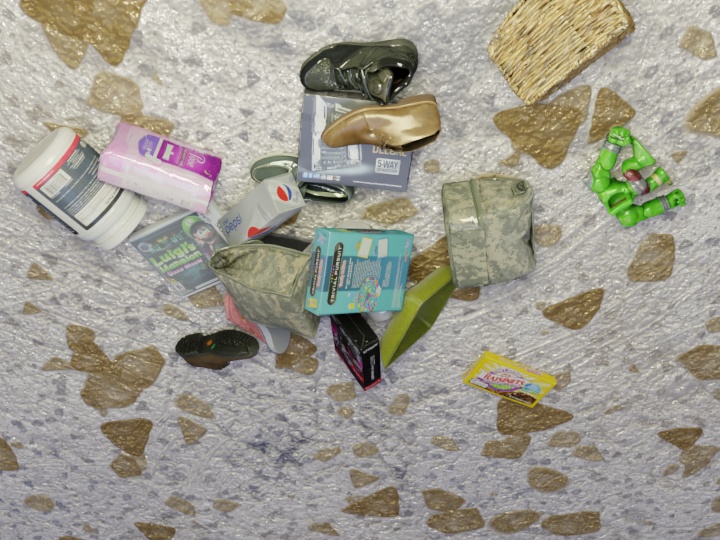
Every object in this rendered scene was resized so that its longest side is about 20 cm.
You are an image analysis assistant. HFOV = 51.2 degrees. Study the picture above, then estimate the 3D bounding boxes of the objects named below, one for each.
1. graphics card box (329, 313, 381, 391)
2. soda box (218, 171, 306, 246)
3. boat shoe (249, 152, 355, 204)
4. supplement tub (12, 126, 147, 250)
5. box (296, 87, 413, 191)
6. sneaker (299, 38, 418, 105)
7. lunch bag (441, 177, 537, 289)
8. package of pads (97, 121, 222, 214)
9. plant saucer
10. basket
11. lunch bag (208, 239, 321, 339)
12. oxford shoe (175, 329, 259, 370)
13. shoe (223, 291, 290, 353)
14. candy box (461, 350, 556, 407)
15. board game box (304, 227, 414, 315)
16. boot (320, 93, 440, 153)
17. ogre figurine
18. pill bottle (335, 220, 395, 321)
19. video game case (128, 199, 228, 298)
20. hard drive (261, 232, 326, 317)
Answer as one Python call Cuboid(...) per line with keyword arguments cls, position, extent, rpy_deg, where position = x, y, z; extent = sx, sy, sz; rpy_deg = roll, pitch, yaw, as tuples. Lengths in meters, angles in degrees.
Cuboid(cls="graphics card box", position=(-0.009, 0.158, 1.585), extent=(0.051, 0.126, 0.200), rpy_deg=(-29, 151, -17))
Cuboid(cls="soda box", position=(-0.183, -0.104, 1.371), extent=(0.200, 0.063, 0.068), rpy_deg=(-28, 85, 51))
Cuboid(cls="boat shoe", position=(-0.107, -0.164, 1.381), extent=(0.200, 0.062, 0.073), rpy_deg=(10, 131, -8))
Cuboid(cls="supplement tub", position=(-0.500, -0.144, 1.350), extent=(0.140, 0.140, 0.200), rpy_deg=(-29, 125, 23))
Cuboid(cls="box", position=(-0.007, -0.228, 1.312), extent=(0.200, 0.050, 0.158), rpy_deg=(6, 118, -4))
Cuboid(cls="sneaker", position=(-0.006, -0.317, 1.215), extent=(0.199, 0.114, 0.076), rpy_deg=(-4, 129, 7))
Cuboid(cls="lunch bag", position=(0.244, -0.072, 1.406), extent=(0.167, 0.139, 0.200), rpy_deg=(-7, 131, 7))
Cuboid(cls="package of pads", position=(-0.352, -0.182, 1.329), extent=(0.200, 0.121, 0.076), rpy_deg=(18, 129, -14))
Cuboid(cls="plant saucer", position=(0.118, 0.081, 1.537), extent=(0.048, 0.200, 0.200), rpy_deg=(38, 130, 15))
Cuboid(cls="basket", position=(0.312, -0.377, 1.193), extent=(0.200, 0.149, 0.143), rpy_deg=(-38, 88, 28))
Cuboid(cls="lunch bag", position=(-0.174, 0.029, 1.414), extent=(0.200, 0.118, 0.164), rpy_deg=(12, 150, 22))
Cuboid(cls="oxford shoe", position=(-0.307, 0.181, 1.676), extent=(0.200, 0.073, 0.084), rpy_deg=(-3, 136, 24))
Cuboid(cls="shoe", position=(-0.222, 0.108, 1.620), extent=(0.091, 0.072, 0.200), rpy_deg=(13, 151, 24))
Cuboid(cls="candy box", position=(0.350, 0.257, 1.765), extent=(0.200, 0.026, 0.102), rpy_deg=(21, 125, -17))
Cuboid(cls="board game box", position=(0.000, 0.000, 1.378), extent=(0.200, 0.047, 0.151), rpy_deg=(0, 104, -39))
Cuboid(cls="boot", position=(0.034, -0.227, 1.232), extent=(0.200, 0.076, 0.074), rpy_deg=(-14, 162, 7))
Cuboid(cls="ogre figurine", position=(0.486, -0.158, 1.360), extent=(0.120, 0.098, 0.200), rpy_deg=(-42, 131, 17))
Cuboid(cls="pill bottle", position=(0.009, 0.007, 1.495), extent=(0.111, 0.111, 0.200), rpy_deg=(-18, 128, 16))
Cuboid(cls="video game case", position=(-0.333, -0.040, 1.516), extent=(0.200, 0.023, 0.182), rpy_deg=(-22, 127, 18))
Cuboid(cls="hard drive", position=(-0.130, 0.013, 1.513), extent=(0.135, 0.042, 0.200), rpy_deg=(12, 140, 25))
